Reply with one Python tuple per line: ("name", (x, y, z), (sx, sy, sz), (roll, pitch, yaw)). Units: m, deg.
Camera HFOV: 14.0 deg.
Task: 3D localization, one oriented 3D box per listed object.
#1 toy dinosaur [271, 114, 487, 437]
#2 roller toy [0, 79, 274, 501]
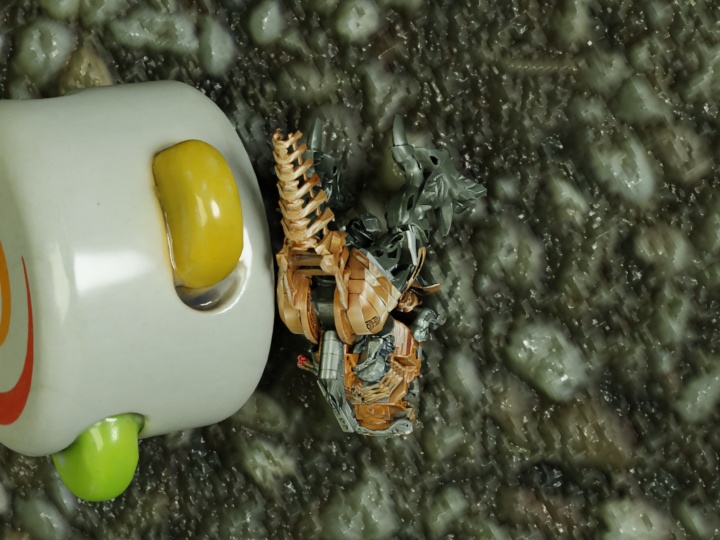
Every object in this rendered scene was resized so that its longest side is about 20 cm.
("toy dinosaur", (0.000, 0.000, 1.465), (0.102, 0.136, 0.200), (13, 145, 5))
("roller toy", (-0.127, -0.005, 1.489), (0.183, 0.139, 0.200), (52, 142, 44))
